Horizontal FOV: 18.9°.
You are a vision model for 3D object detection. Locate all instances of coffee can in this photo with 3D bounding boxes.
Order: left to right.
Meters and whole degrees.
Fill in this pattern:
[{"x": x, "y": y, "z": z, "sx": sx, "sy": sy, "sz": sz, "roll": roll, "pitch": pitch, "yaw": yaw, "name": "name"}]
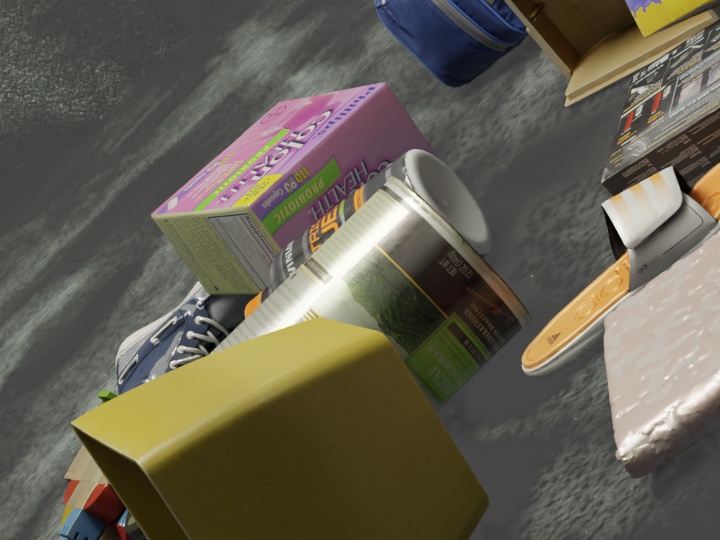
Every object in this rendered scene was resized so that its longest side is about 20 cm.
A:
[{"x": 0.000, "y": 0.053, "z": 1.538, "sx": 0.200, "sy": 0.146, "sz": 0.146, "roll": -45, "pitch": 16, "yaw": -2, "name": "coffee can"}]

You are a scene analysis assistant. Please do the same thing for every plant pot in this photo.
[{"x": -0.041, "y": 0.136, "z": 1.376, "sx": 0.176, "sy": 0.200, "sz": 0.200, "roll": -36, "pitch": 14, "yaw": -14, "name": "plant pot"}]

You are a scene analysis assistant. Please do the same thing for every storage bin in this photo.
[{"x": 0.182, "y": -0.264, "z": 1.799, "sx": 0.198, "sy": 0.200, "sz": 0.094, "roll": -27, "pitch": 22, "yaw": 45, "name": "storage bin"}]

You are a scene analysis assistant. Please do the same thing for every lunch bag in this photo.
[{"x": 0.124, "y": -0.295, "z": 2.120, "sx": 0.132, "sy": 0.136, "sz": 0.200, "roll": -33, "pitch": 20, "yaw": 47, "name": "lunch bag"}]

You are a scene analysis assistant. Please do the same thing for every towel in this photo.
[{"x": 0.230, "y": 0.021, "z": 1.274, "sx": 0.200, "sy": 0.032, "sz": 0.191, "roll": -38, "pitch": 16, "yaw": 17, "name": "towel"}]

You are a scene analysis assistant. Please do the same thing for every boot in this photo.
[{"x": -0.149, "y": 0.069, "z": 2.032, "sx": 0.200, "sy": 0.073, "sz": 0.090, "roll": -39, "pitch": 31, "yaw": 22, "name": "boot"}]

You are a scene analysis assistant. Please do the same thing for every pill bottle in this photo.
[{"x": 0.000, "y": 0.000, "z": 1.748, "sx": 0.200, "sy": 0.106, "sz": 0.106, "roll": -38, "pitch": 17, "yaw": 22, "name": "pill bottle"}]

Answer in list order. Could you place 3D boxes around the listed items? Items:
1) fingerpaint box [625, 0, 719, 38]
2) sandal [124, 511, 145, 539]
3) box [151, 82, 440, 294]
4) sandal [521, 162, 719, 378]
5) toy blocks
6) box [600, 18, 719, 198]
[{"x": 0.311, "y": -0.261, "z": 1.616, "sx": 0.200, "sy": 0.073, "sz": 0.167, "roll": -28, "pitch": -2, "yaw": 43, "name": "fingerpaint box"}, {"x": -0.102, "y": 0.152, "z": 1.716, "sx": 0.201, "sy": 0.057, "sz": 0.080, "roll": -36, "pitch": 5, "yaw": -30, "name": "sandal"}, {"x": -0.059, "y": -0.070, "z": 1.923, "sx": 0.176, "sy": 0.097, "sz": 0.200, "roll": -43, "pitch": 20, "yaw": -23, "name": "box"}, {"x": 0.175, "y": -0.013, "z": 1.440, "sx": 0.207, "sy": 0.059, "sz": 0.079, "roll": -43, "pitch": 16, "yaw": 3, "name": "sandal"}, {"x": -0.206, "y": 0.186, "z": 1.837, "sx": 0.137, "sy": 0.100, "sz": 0.200, "roll": -61, "pitch": 20, "yaw": -16, "name": "toy blocks"}, {"x": 0.270, "y": -0.135, "z": 1.532, "sx": 0.200, "sy": 0.050, "sz": 0.158, "roll": -34, "pitch": 19, "yaw": 32, "name": "box"}]
